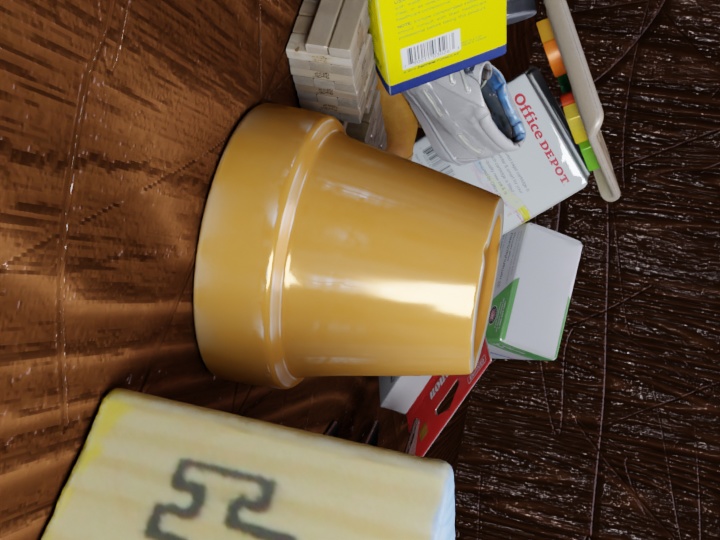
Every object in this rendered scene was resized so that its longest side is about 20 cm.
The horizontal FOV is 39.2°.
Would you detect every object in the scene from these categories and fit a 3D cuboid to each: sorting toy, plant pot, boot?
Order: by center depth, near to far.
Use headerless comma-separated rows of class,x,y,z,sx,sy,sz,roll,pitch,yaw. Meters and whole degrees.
plant pot,0.003,-0.005,0.722,0.200,0.181,0.203,11,90,-78
boot,0.079,-0.187,0.926,0.201,0.095,0.074,51,56,-25
boot,0.021,-0.185,0.980,0.201,0.070,0.146,-51,137,-50
sorting toy,0.237,-0.189,1.109,0.200,0.036,0.187,46,29,-64

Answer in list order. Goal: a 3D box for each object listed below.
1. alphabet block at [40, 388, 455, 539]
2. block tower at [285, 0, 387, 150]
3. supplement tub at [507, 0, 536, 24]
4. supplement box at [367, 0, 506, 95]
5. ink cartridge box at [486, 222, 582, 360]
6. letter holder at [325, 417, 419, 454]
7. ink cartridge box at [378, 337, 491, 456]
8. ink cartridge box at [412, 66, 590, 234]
alphabet block,-0.062,0.208,0.560,0.196,0.197,0.198,82,22,-54
block tower,-0.016,-0.140,0.834,0.201,0.053,0.058,80,24,-61
supplement tub,0.133,-0.364,1.076,0.107,0.105,0.203,-29,106,-75
supplement box,0.044,-0.253,0.776,0.201,0.108,0.110,76,-8,-59
ink cartridge box,0.176,0.030,1.258,0.200,0.083,0.147,170,-63,-69
letter holder,0.003,0.274,1.168,0.142,0.099,0.203,-51,150,-70
ink cartridge box,0.085,0.108,1.248,0.177,0.044,0.201,-94,-152,-51
ink cartridge box,0.155,-0.126,1.197,0.146,0.199,0.145,59,21,-5
